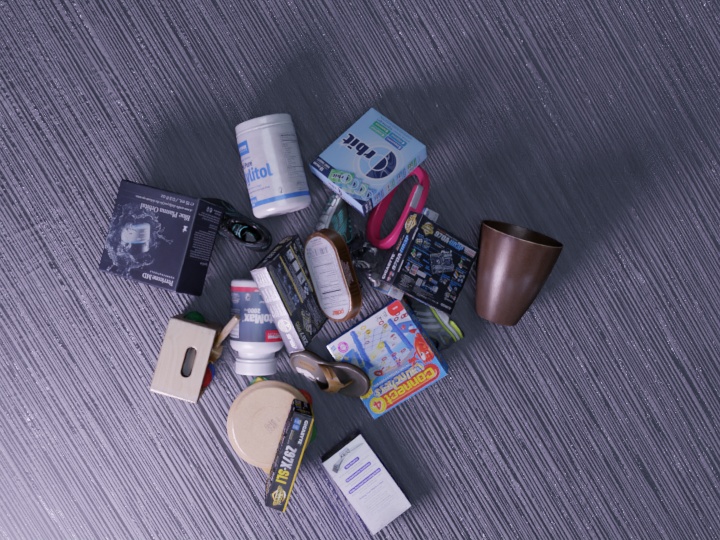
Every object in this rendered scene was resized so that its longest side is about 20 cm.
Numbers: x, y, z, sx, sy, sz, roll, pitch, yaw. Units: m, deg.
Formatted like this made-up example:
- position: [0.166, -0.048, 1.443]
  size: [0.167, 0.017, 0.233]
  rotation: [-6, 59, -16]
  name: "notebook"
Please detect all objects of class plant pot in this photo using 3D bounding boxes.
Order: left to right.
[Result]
- position: [0.329, 0.012, 1.751]
  size: [0.185, 0.187, 0.202]
  rotation: [14, 104, -5]
  name: "plant pot"

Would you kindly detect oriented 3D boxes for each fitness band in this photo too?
- position: [0.081, -0.140, 1.736]
  size: [0.037, 0.143, 0.202]
  rotation: [27, 86, -31]
  name: "fitness band"

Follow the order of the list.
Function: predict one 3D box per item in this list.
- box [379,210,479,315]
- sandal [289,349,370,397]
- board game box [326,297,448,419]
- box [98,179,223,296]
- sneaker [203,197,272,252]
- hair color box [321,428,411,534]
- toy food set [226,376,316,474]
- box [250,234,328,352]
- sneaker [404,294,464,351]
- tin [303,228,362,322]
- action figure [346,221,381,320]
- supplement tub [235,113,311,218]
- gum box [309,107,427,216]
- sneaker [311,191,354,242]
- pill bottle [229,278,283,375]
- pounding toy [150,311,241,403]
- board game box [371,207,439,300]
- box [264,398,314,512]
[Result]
- position: [0.149, -0.013, 1.669]
  size: [0.199, 0.046, 0.161]
  rotation: [26, 87, -39]
  name: "box"
- position: [-0.074, 0.230, 1.730]
  size: [0.198, 0.055, 0.083]
  rotation: [22, 122, 14]
  name: "sandal"
- position: [0.060, 0.191, 1.750]
  size: [0.199, 0.056, 0.197]
  rotation: [-34, 92, 13]
  name: "board game box"
- position: [-0.420, -0.068, 1.676]
  size: [0.194, 0.117, 0.203]
  rotation: [14, 89, 17]
  name: "box"
- position: [-0.284, -0.106, 1.735]
  size: [0.198, 0.079, 0.076]
  rotation: [24, 88, -3]
  name: "sneaker"
- position: [0.012, 0.470, 1.770]
  size: [0.109, 0.065, 0.201]
  rotation: [-35, 95, -3]
  name: "hair color box"
- position: [-0.196, 0.340, 1.759]
  size: [0.199, 0.049, 0.199]
  rotation: [32, 87, -4]
  name: "toy food set"
- position: [-0.141, 0.047, 1.688]
  size: [0.049, 0.161, 0.202]
  rotation: [-14, 112, 28]
  name: "box"
- position: [0.141, 0.103, 1.776]
  size: [0.200, 0.074, 0.081]
  rotation: [44, 90, -2]
  name: "sneaker"
- position: [-0.061, 0.012, 1.682]
  size: [0.042, 0.111, 0.202]
  rotation: [-21, 96, -41]
  name: "tin"
- position: [0.000, 0.000, 1.725]
  size: [0.101, 0.119, 0.202]
  rotation: [17, 112, 2]
  name: "action figure"
- position: [-0.189, -0.224, 1.717]
  size: [0.130, 0.132, 0.203]
  rotation: [-14, 91, -4]
  name: "supplement tub"
- position: [0.017, -0.239, 1.721]
  size: [0.200, 0.045, 0.170]
  rotation: [-43, 64, -13]
  name: "gum box"
- position: [-0.049, -0.099, 1.765]
  size: [0.090, 0.078, 0.202]
  rotation: [24, 96, -13]
  name: "sneaker"
- position: [-0.224, 0.121, 1.720]
  size: [0.118, 0.120, 0.203]
  rotation: [1, 91, -5]
  name: "pill bottle"
- position: [-0.341, 0.168, 1.678]
  size: [0.140, 0.184, 0.202]
  rotation: [16, 89, -5]
  name: "pounding toy"
- position: [0.096, -0.040, 1.737]
  size: [0.034, 0.134, 0.202]
  rotation: [25, 89, -15]
  name: "board game box"
- position: [-0.150, 0.382, 1.659]
  size: [0.049, 0.160, 0.202]
  rotation: [18, 88, -4]
  name: "box"
